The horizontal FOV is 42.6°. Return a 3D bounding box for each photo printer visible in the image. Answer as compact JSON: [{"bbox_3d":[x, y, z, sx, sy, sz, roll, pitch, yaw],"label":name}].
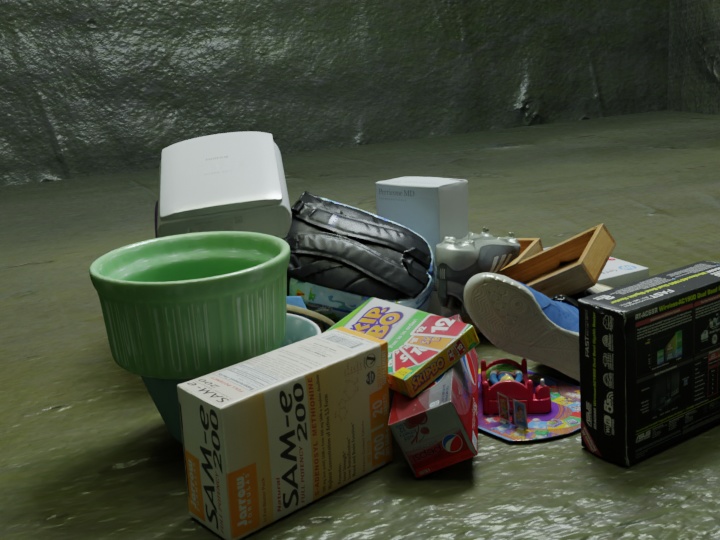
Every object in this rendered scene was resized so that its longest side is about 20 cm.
[{"bbox_3d":[-0.176,-0.109,1.181,0.163,0.070,0.201,-8,37,-4],"label":"photo printer"}]

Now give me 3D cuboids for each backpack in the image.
[{"bbox_3d":[0.000,0.000,1.185,0.196,0.155,0.165,5,47,17],"label":"backpack"}]

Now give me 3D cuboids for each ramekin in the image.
[{"bbox_3d":[-0.164,0.032,0.926,0.196,0.100,0.200,-4,15,1],"label":"ramekin"}]

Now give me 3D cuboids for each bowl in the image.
[{"bbox_3d":[-0.135,0.122,0.978,0.197,0.107,0.201,-4,15,1],"label":"bowl"}]

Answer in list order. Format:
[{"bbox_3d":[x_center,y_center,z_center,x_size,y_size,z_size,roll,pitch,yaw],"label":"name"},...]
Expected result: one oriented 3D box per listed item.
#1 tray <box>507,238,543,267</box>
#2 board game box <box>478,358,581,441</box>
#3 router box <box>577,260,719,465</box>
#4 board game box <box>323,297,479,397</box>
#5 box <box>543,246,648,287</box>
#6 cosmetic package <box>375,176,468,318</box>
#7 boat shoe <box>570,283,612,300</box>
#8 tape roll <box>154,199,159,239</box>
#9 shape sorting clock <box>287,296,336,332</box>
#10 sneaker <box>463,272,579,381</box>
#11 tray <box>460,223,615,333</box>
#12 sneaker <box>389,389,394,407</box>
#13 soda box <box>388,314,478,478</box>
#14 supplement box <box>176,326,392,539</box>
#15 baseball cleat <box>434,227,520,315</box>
[{"bbox_3d":[0.177,-0.010,1.432,0.198,0.038,0.098,3,34,46],"label":"tray"},{"bbox_3d":[0.166,0.125,1.015,0.156,0.040,0.198,-16,20,-37],"label":"board game box"},{"bbox_3d":[0.303,0.085,0.914,0.197,0.153,0.062,-13,17,-32],"label":"router box"},{"bbox_3d":[0.027,0.074,0.970,0.095,0.030,0.199,-35,22,-24],"label":"board game box"},{"bbox_3d":[0.315,0.008,1.416,0.153,0.042,0.199,-11,18,-22],"label":"box"},{"bbox_3d":[0.087,-0.025,1.275,0.111,0.204,0.081,5,15,38],"label":"cosmetic package"},{"bbox_3d":[0.279,0.043,1.237,0.064,0.073,0.199,-9,21,-36],"label":"boat shoe"},{"bbox_3d":[-0.233,0.000,1.269,0.064,0.204,0.200,-9,16,-20],"label":"tape roll"},{"bbox_3d":[-0.123,0.071,1.147,0.196,0.040,0.200,1,-19,0],"label":"shape sorting clock"},{"bbox_3d":[0.204,0.058,1.082,0.197,0.078,0.111,26,12,-4],"label":"sneaker"},{"bbox_3d":[0.229,0.015,1.200,0.199,0.037,0.099,-29,13,43],"label":"tray"},{"bbox_3d":[0.042,0.107,1.063,0.079,0.078,0.200,6,17,5],"label":"sneaker"},{"bbox_3d":[0.079,0.122,0.940,0.069,0.064,0.200,-23,16,16],"label":"soda box"},{"bbox_3d":[-0.063,0.142,0.846,0.198,0.129,0.073,-18,22,-41],"label":"supplement box"},{"bbox_3d":[0.149,0.001,1.219,0.069,0.109,0.198,13,11,35],"label":"baseball cleat"}]
